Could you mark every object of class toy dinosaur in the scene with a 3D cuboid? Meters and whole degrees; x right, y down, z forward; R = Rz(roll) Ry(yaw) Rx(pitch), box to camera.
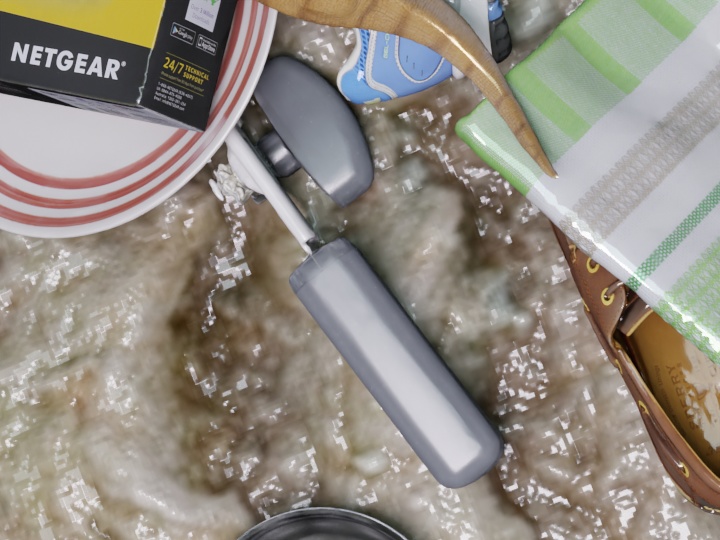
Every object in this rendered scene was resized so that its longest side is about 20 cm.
[{"bbox_3d":[-0.005,-0.117,0.872,0.199,0.060,0.107,21,80,-9],"label":"toy dinosaur"}]

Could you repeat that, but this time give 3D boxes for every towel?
[{"bbox_3d":[0.155,-0.037,0.893,0.200,0.031,0.149,40,57,8],"label":"towel"}]

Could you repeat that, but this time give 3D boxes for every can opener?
[{"bbox_3d":[0.000,0.000,0.943,0.066,0.053,0.200,-34,83,5],"label":"can opener"}]

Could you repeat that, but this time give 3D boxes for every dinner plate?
[{"bbox_3d":[-0.116,-0.111,0.961,0.200,0.024,0.201,-5,78,27],"label":"dinner plate"}]

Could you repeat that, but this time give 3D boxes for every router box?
[{"bbox_3d":[-0.138,-0.153,0.937,0.199,0.052,0.158,12,87,30],"label":"router box"}]

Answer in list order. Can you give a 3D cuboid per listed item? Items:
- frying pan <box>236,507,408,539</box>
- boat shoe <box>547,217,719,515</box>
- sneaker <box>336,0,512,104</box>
[{"bbox_3d":[-0.050,0.167,0.954,0.189,0.031,0.115,-15,85,12],"label":"frying pan"},{"bbox_3d":[0.125,0.005,0.915,0.072,0.068,0.201,-23,84,7],"label":"boat shoe"},{"bbox_3d":[-0.013,-0.163,0.942,0.077,0.076,0.200,-29,82,2],"label":"sneaker"}]
